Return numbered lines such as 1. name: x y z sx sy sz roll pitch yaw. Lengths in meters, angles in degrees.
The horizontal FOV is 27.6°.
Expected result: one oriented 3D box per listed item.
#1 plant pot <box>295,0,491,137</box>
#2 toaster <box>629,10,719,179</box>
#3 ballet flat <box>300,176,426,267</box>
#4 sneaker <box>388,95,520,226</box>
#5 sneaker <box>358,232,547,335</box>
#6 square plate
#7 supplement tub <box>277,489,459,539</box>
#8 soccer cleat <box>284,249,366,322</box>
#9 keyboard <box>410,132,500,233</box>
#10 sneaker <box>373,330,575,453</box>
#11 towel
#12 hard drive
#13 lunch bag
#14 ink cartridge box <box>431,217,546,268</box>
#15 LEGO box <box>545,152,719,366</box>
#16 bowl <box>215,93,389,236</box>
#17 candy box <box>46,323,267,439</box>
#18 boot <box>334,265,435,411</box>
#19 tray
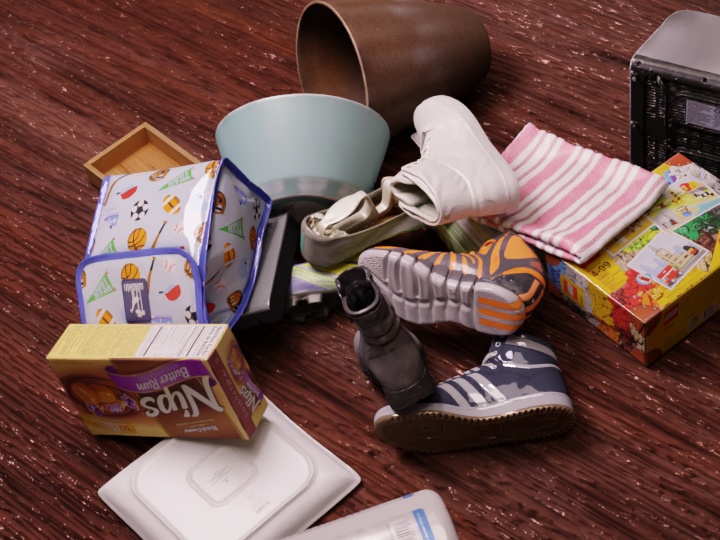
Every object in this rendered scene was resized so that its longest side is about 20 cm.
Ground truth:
1. plant pot: 0.051 -0.254 1.781 0.200 0.187 0.187 -17 46 -24
2. toaster: 0.403 -0.174 1.617 0.200 0.181 0.119 19 54 27
3. ballet flat: 0.023 -0.067 1.607 0.200 0.064 0.067 -27 46 -20
4. sneaker: 0.077 -0.121 1.587 0.115 0.074 0.200 -14 40 -20
5. sneaker: 0.103 0.004 1.542 0.200 0.078 0.112 18 39 25
6. square plate: -0.136 0.213 1.483 0.200 0.028 0.198 -38 52 -21
7. supplement tub: -0.005 0.288 1.321 0.200 0.132 0.132 -18 48 -4
8. soccer cleat: 0.000 0.000 1.618 0.200 0.065 0.084 -11 58 5
9. keyboard: 0.127 -0.113 1.674 0.056 0.011 0.200 -26 46 -11
10. sneaker: 0.111 0.120 1.488 0.200 0.070 0.109 -5 50 1
11. towel: 0.211 -0.086 1.585 0.146 0.030 0.200 -41 45 -24
12. hard drive: -0.171 0.015 1.628 0.200 0.033 0.140 -13 45 24
13. lunch bag: -0.205 -0.008 1.560 0.170 0.124 0.200 -5 63 31
14. ink cartridge box: 0.193 -0.067 1.656 0.200 0.048 0.146 -28 49 -11
15. LEGO box: 0.322 -0.015 1.561 0.200 0.077 0.149 -35 52 -19
16. bowl: -0.064 -0.108 1.666 0.201 0.201 0.105 -6 67 7
17. candy box: -0.207 0.113 1.497 0.200 0.117 0.056 0 41 28
18. boot: 0.016 0.050 1.486 0.070 0.132 0.200 -30 17 -7
19. tray: -0.237 -0.100 1.778 0.099 0.037 0.200 -38 53 -22
